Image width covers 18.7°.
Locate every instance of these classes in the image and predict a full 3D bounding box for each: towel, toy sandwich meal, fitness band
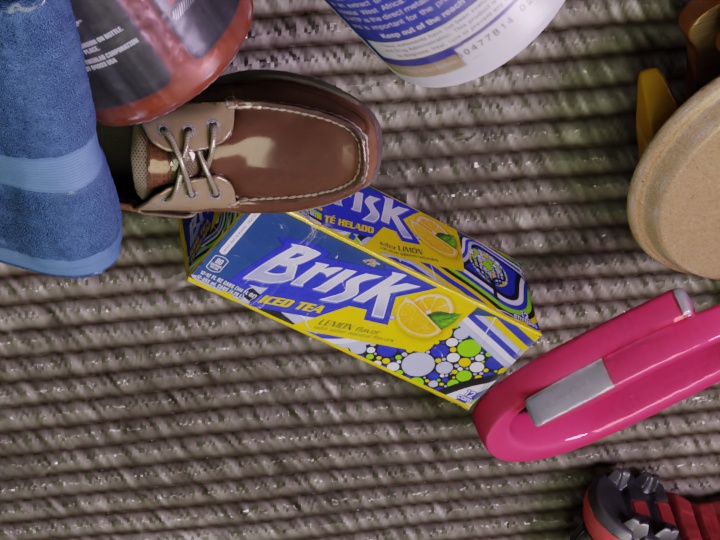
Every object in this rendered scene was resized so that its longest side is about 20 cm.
[{"bbox_3d":[-0.171,-0.072,0.996,0.111,0.049,0.201,16,145,16],"label":"towel"},{"bbox_3d":[0.223,-0.078,1.175,0.204,0.071,0.206,-13,142,-10],"label":"toy sandwich meal"},{"bbox_3d":[0.158,0.056,1.258,0.199,0.038,0.143,-27,164,15],"label":"fitness band"}]

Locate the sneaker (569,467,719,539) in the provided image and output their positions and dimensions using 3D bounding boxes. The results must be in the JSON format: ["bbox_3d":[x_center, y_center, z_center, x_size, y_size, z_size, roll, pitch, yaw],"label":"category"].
[{"bbox_3d":[0.216,0.193,1.410,0.199,0.071,0.098,16,126,-22],"label":"sneaker"}]

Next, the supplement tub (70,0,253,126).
[{"bbox_3d":[-0.136,-0.167,0.989,0.106,0.107,0.200,-25,131,11],"label":"supplement tub"}]

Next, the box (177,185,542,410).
[{"bbox_3d":[0.000,0.000,1.196,0.199,0.065,0.070,25,122,-30],"label":"box"}]

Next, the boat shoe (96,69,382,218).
[{"bbox_3d":[-0.088,-0.056,1.074,0.198,0.072,0.076,1,111,18],"label":"boat shoe"}]

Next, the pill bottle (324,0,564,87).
[{"bbox_3d":[0.002,-0.187,0.990,0.119,0.120,0.200,-34,130,18],"label":"pill bottle"}]
